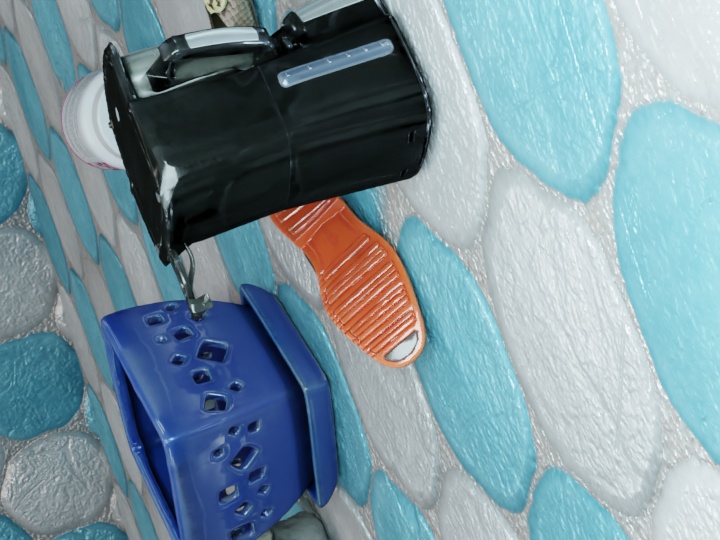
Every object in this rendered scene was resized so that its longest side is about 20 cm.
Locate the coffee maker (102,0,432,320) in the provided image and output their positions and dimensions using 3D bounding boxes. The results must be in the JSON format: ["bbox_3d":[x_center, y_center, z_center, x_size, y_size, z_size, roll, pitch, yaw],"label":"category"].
[{"bbox_3d":[-0.056,-0.085,1.285,0.135,0.199,0.193,162,90,-77],"label":"coffee maker"}]

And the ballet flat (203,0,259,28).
[{"bbox_3d":[-0.115,-0.183,1.652,0.067,0.046,0.201,-126,22,-43],"label":"ballet flat"}]

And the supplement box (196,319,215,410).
[{"bbox_3d":[-0.175,0.100,2.091,0.200,0.101,0.104,172,79,-74],"label":"supplement box"}]

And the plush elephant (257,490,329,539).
[{"bbox_3d":[-0.104,0.327,2.018,0.165,0.154,0.201,151,99,-74],"label":"plush elephant"}]

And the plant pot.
[{"bbox_3d":[-0.130,0.143,1.846,0.200,0.179,0.201,-125,23,-44],"label":"plant pot"}]

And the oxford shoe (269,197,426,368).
[{"bbox_3d":[0.000,0.000,1.482,0.201,0.071,0.073,58,-171,30],"label":"oxford shoe"}]

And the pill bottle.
[{"bbox_3d":[-0.253,-0.164,2.021,0.200,0.113,0.114,-171,62,-73],"label":"pill bottle"}]
